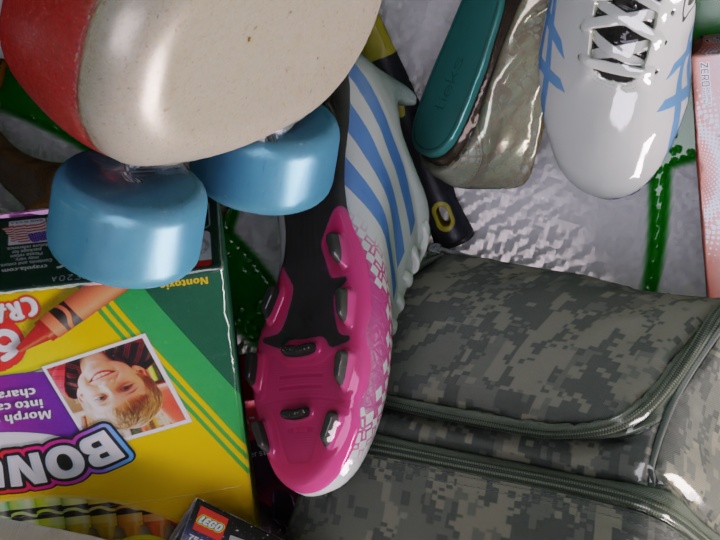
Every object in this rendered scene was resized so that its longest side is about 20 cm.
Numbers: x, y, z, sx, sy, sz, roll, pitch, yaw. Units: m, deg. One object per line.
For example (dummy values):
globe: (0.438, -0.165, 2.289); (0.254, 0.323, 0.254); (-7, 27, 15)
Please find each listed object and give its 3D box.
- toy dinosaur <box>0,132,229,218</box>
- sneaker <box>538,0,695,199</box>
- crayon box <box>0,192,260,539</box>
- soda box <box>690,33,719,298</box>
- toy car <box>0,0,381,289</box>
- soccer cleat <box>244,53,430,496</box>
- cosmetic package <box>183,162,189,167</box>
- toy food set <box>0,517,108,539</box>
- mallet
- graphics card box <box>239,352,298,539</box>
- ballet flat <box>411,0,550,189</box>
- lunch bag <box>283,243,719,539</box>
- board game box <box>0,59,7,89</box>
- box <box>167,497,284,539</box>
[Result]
toy dinosaur: (-0.133, -0.031, 1.221); (0.199, 0.061, 0.106); (19, 62, 34)
sneaker: (0.113, -0.128, 1.135); (0.071, 0.072, 0.201); (13, 101, 14)
crayon box: (-0.147, 0.061, 1.136); (0.198, 0.058, 0.173); (-6, 128, -1)
soda box: (0.187, -0.006, 1.209); (0.068, 0.064, 0.202); (-3, 102, 10)
toy car: (-0.109, -0.127, 1.065); (0.199, 0.177, 0.185); (26, 122, 25)
soccer cleat: (0.000, 0.000, 1.160); (0.070, 0.086, 0.201); (-15, 67, 40)
cosmetic package: (-0.073, -0.137, 1.175); (0.082, 0.051, 0.201); (-38, 125, -24)
toy food set: (-0.121, 0.179, 1.134); (0.143, 0.060, 0.201); (7, 134, 34)
mallet: (0.015, -0.108, 1.233); (0.066, 0.041, 0.201); (-28, 101, 12)
graphics card box: (-0.067, 0.141, 1.256); (0.124, 0.051, 0.201); (-8, 114, -2)
ballet flat: (0.081, -0.131, 1.208); (0.062, 0.067, 0.201); (15, 103, -30)
lunch bag: (0.080, 0.081, 1.177); (0.199, 0.139, 0.169); (8, 71, 37)
board game box: (-0.286, -0.119, 1.164); (0.199, 0.200, 0.200); (-27, 115, 14)
box: (-0.050, 0.191, 1.179); (0.136, 0.040, 0.200); (27, 137, -7)
